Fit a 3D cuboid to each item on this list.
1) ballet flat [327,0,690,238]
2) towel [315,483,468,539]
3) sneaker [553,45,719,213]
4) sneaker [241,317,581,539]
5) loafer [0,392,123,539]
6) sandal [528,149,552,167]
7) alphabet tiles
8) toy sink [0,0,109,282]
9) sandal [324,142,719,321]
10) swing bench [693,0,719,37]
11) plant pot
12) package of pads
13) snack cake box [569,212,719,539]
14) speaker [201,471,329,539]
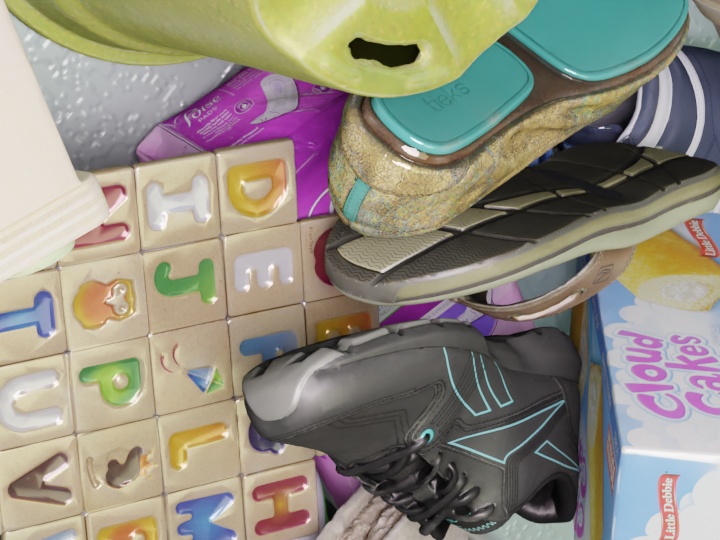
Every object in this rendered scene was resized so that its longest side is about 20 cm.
[{"bbox_3d":[0.056,-0.068,0.785,0.200,0.070,0.071,-33,127,-43],"label":"ballet flat"},{"bbox_3d":[-0.007,0.171,0.830,0.200,0.034,0.133,-48,143,-44],"label":"towel"},{"bbox_3d":[0.122,-0.012,0.947,0.108,0.070,0.202,10,97,-42],"label":"sneaker"},{"bbox_3d":[0.032,0.063,0.780,0.199,0.075,0.080,5,73,-52],"label":"sneaker"},{"bbox_3d":[-0.145,0.087,0.816,0.200,0.063,0.072,-52,163,-9],"label":"loafer"},{"bbox_3d":[0.069,-0.113,0.869,0.087,0.079,0.202,-20,121,-30],"label":"sandal"},{"bbox_3d":[-0.080,0.040,0.778,0.198,0.006,0.168,-11,109,-24],"label":"alphabet tiles"},{"bbox_3d":[-0.167,-0.037,0.641,0.112,0.130,0.201,-32,112,-29],"label":"toy sink"},{"bbox_3d":[0.074,-0.009,0.814,0.200,0.080,0.058,-12,118,-38],"label":"sandal"},{"bbox_3d":[0.235,-0.102,0.887,0.129,0.201,0.199,-21,131,24],"label":"swing bench"},{"bbox_3d":[-0.028,-0.149,0.716,0.199,0.184,0.202,-13,117,-28],"label":"plant pot"},{"bbox_3d":[0.000,0.000,0.867,0.120,0.076,0.201,-36,125,-17],"label":"package of pads"},{"bbox_3d":[0.126,0.069,0.837,0.066,0.200,0.116,4,118,-1],"label":"snack cake box"},{"bbox_3d":[-0.040,0.164,0.899,0.088,0.088,0.201,-28,123,-21],"label":"speaker"}]
